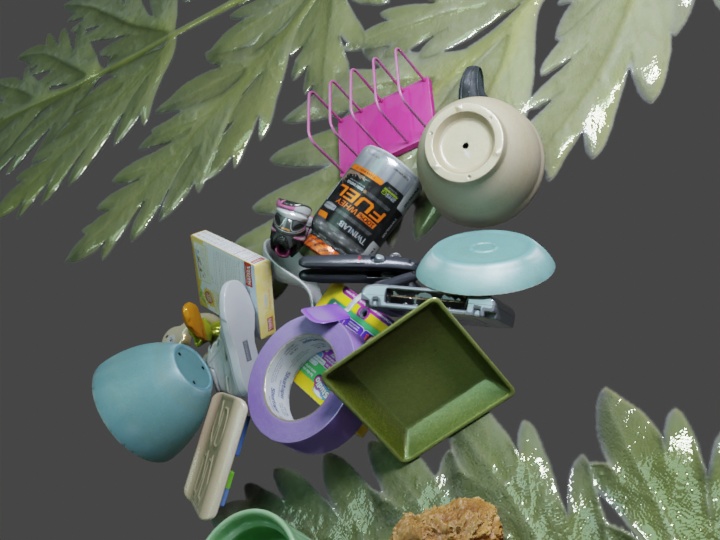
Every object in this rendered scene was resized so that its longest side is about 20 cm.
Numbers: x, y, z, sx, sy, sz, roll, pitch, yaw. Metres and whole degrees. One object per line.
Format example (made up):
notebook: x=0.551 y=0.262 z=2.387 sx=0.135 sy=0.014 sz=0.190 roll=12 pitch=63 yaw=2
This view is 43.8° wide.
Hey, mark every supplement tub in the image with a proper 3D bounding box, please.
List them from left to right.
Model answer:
supplement tub: x=0.002 y=-0.097 z=1.490 sx=0.122 sy=0.122 sz=0.201 roll=32 pitch=86 yaw=44

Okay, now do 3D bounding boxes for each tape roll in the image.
tape roll: x=-0.073 y=0.169 z=1.344 sx=0.199 sy=0.066 sz=0.201 roll=-18 pitch=56 yaw=29

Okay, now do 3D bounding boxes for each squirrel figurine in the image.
squirrel figurine: x=0.136 y=0.366 z=1.094 sx=0.186 sy=0.142 sz=0.201 roll=-23 pitch=54 yaw=17

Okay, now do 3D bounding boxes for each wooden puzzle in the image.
wooden puzzle: x=-0.222 y=0.292 z=1.425 sx=0.200 sy=0.046 sz=0.187 roll=170 pitch=118 yaw=-70

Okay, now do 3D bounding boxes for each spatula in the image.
spatula: x=0.008 y=0.039 z=1.360 sx=0.199 sy=0.021 sz=0.056 roll=-24 pitch=32 yaw=-18

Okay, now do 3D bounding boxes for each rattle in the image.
rattle: x=-0.344 y=0.127 z=1.612 sx=0.199 sy=0.143 sz=0.131 roll=0 pitch=81 yaw=31

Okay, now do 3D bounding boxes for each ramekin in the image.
ramekin: x=-0.140 y=0.452 z=1.276 sx=0.199 sy=0.098 sz=0.201 roll=-19 pitch=54 yaw=28

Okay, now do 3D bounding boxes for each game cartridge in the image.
game cartridge: x=0.115 y=0.052 z=1.293 sx=0.199 sy=0.133 sz=0.042 roll=4 pitch=85 yaw=25

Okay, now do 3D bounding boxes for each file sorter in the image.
file sorter: x=0.016 y=-0.283 z=1.592 sx=0.199 sy=0.125 sz=0.140 roll=-22 pitch=52 yaw=26

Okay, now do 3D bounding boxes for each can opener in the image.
can opener: x=0.000 y=0.000 z=1.417 sx=0.198 sy=0.064 sz=0.079 roll=9 pitch=31 yaw=-1

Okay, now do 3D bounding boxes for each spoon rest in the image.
spoon rest: x=-0.108 y=0.020 z=1.532 sx=0.061 sy=0.099 sz=0.201 roll=-43 pitch=54 yaw=27

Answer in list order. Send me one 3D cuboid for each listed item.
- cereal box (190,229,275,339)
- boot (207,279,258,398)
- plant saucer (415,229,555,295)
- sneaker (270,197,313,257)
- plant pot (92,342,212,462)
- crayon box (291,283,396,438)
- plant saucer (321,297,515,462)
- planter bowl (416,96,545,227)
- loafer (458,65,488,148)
cereal box: x=-0.226 y=0.023 z=1.590 sx=0.039 sy=0.145 sz=0.199 roll=-22 pitch=32 yaw=-37
boot: x=-0.228 y=0.120 z=1.522 sx=0.095 sy=0.073 sz=0.202 roll=-9 pitch=90 yaw=37
plant saucer: x=0.177 y=-0.019 z=1.277 sx=0.198 sy=0.036 sz=0.200 roll=-6 pitch=20 yaw=2
sneaker: x=-0.124 y=-0.063 z=1.528 sx=0.080 sy=0.200 sz=0.087 roll=18 pitch=84 yaw=8
plant pot: x=-0.328 y=0.199 z=1.501 sx=0.134 sy=0.200 sz=0.201 roll=-37 pitch=47 yaw=17
crayon box: x=-0.019 y=0.134 z=1.408 sx=0.200 sy=0.058 sz=0.173 roll=34 pitch=88 yaw=44
plant saucer: x=0.079 y=0.147 z=1.248 sx=0.199 sy=0.200 sz=0.048 roll=-35 pitch=24 yaw=14
planter bowl: x=0.170 y=-0.176 z=1.352 sx=0.199 sy=0.135 sz=0.202 roll=-3 pitch=81 yaw=18
loafer: x=0.201 y=-0.251 z=1.473 sx=0.070 sy=0.068 sz=0.202 roll=-10 pitch=63 yaw=23
